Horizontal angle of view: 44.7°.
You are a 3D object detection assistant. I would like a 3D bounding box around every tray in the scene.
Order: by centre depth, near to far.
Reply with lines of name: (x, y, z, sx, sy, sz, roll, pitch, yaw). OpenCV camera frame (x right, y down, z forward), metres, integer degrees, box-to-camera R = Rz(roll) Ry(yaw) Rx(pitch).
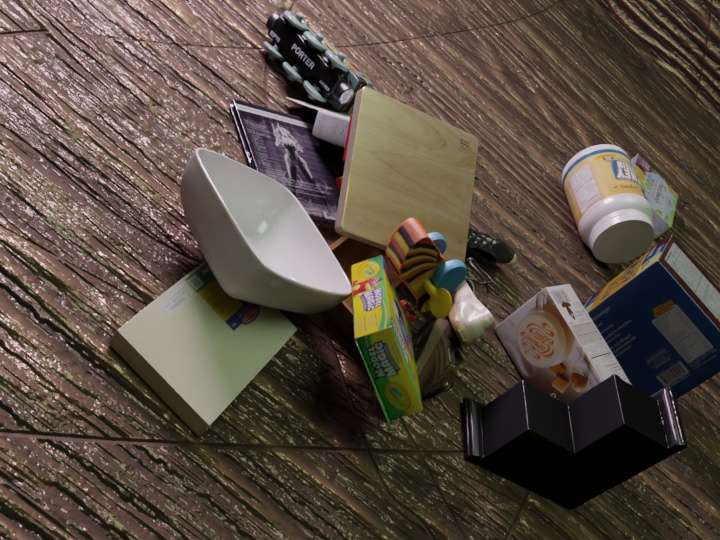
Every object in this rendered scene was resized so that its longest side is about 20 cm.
tray: (0.000, 0.000, 1.174, 0.099, 0.037, 0.200, 48, 36, 1)

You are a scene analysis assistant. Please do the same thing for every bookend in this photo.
bookend: (0.268, 0.196, 1.122, 0.198, 0.199, 0.093, 28, 41, -23)

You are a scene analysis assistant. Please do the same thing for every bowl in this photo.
bowl: (-0.116, -0.030, 1.008, 0.199, 0.075, 0.201, 18, 32, -56)

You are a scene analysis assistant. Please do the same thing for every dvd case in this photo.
dvd case: (-0.097, -0.147, 1.231, 0.147, 0.016, 0.202, 8, 51, -42)

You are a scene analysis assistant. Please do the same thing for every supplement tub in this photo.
supplement tub: (0.485, -0.130, 1.715, 0.143, 0.145, 0.202, 21, 42, -31)

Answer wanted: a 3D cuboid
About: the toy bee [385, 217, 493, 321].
toy bee: (0.084, 0.017, 1.092, 0.199, 0.109, 0.131, 39, 14, -33)

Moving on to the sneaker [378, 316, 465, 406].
sneaker: (0.090, 0.130, 1.112, 0.076, 0.070, 0.200, 48, 36, -5)

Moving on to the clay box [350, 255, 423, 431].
clay box: (0.029, 0.080, 1.004, 0.201, 0.047, 0.116, -97, 166, -63)

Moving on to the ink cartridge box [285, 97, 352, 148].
ink cartridge box: (0.002, -0.210, 1.341, 0.198, 0.044, 0.172, 4, 16, -47)

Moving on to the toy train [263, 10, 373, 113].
toy train: (-0.067, -0.327, 1.374, 0.200, 0.086, 0.113, 47, 20, 23)

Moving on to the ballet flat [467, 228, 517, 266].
ballet flat: (0.171, -0.037, 1.388, 0.198, 0.066, 0.058, 18, 83, -33)

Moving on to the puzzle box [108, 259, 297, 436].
puzzle box: (-0.161, 0.070, 0.944, 0.133, 0.025, 0.200, 46, 35, -1)

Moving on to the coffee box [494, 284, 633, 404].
coffee box: (0.302, 0.137, 1.291, 0.079, 0.114, 0.202, -5, 60, -48)

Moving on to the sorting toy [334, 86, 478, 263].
sorting toy: (0.054, -0.113, 1.191, 0.198, 0.069, 0.202, 18, 71, -29)

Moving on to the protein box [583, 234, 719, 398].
protein box: (0.500, 0.092, 1.466, 0.201, 0.198, 0.135, 49, 35, 5)

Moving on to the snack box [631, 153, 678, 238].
snack box: (0.662, -0.174, 2.024, 0.142, 0.053, 0.200, 46, 35, -4)

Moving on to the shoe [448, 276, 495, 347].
shoe: (0.146, 0.046, 1.218, 0.070, 0.053, 0.200, 53, 9, -18)
